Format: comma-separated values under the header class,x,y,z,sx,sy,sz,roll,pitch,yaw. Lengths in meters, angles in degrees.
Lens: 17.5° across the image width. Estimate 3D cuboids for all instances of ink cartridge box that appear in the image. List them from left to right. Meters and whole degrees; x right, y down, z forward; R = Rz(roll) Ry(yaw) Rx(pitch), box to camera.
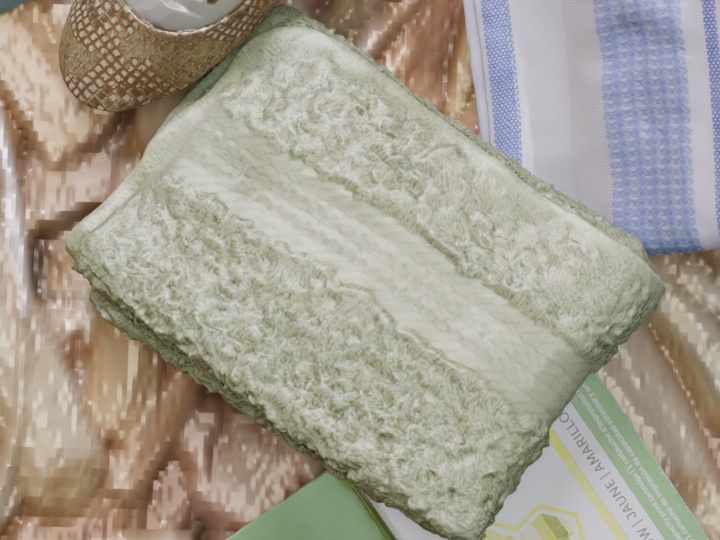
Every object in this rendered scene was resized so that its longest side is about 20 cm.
class,x,y,z,sx,sy,sz,roll,pitch,yaw
ink cartridge box,0.033,0.132,0.918,0.200,0.048,0.146,-35,93,-9

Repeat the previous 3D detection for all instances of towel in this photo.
class,x,y,z,sx,sy,sz,roll,pitch,yaw
towel,0.000,0.000,0.894,0.200,0.036,0.148,35,80,13
towel,0.127,-0.080,0.883,0.200,0.024,0.147,-3,96,34

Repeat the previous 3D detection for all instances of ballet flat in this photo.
class,x,y,z,sx,sy,sz,roll,pitch,yaw
ballet flat,-0.042,-0.142,0.905,0.071,0.065,0.200,44,83,8

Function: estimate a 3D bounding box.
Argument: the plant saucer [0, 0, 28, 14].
class,x,y,z,sx,sy,sz,roll,pitch,yaw
plant saucer,-0.181,-0.193,0.905,0.200,0.039,0.202,0,89,-7
